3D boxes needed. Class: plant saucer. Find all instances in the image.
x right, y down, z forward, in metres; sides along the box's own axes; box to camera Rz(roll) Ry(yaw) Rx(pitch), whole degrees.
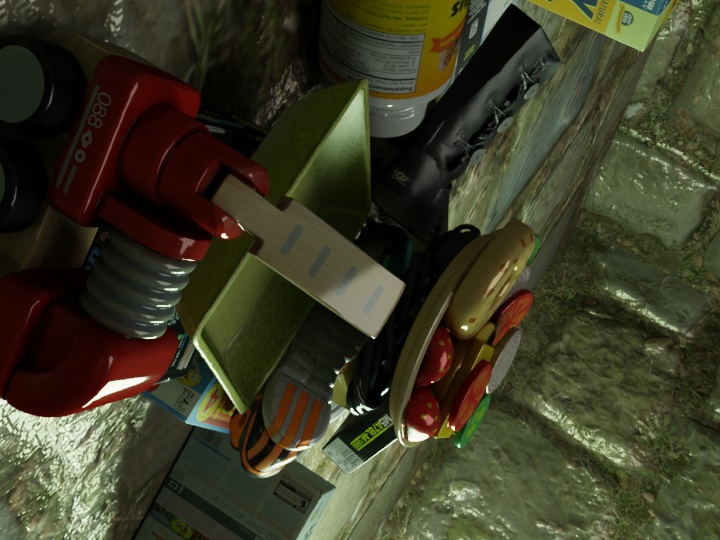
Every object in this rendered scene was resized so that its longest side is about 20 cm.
[{"bbox_3d":[-0.062,-0.016,0.612,0.200,0.048,0.200,-58,167,-18],"label":"plant saucer"}]

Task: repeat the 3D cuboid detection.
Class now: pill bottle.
[{"bbox_3d":[0.025,-0.198,0.643,0.109,0.109,0.201,-49,161,-34],"label":"pill bottle"}]

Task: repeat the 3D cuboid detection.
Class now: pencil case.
[{"bbox_3d":[0.027,-0.124,0.840,0.077,0.090,0.201,-25,152,-15],"label":"pencil case"}]

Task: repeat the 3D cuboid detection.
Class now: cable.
[{"bbox_3d":[0.032,0.048,0.741,0.200,0.051,0.164,-50,174,-48],"label":"cable"}]

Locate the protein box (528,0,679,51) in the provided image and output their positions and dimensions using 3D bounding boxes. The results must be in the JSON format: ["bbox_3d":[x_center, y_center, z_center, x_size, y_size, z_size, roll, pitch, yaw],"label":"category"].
[{"bbox_3d":[0.260,-0.368,0.911,0.199,0.199,0.135,-49,160,-35],"label":"protein box"}]

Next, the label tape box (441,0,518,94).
[{"bbox_3d":[0.105,-0.255,0.876,0.144,0.066,0.201,-52,160,-28],"label":"label tape box"}]

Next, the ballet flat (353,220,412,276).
[{"bbox_3d":[0.000,0.000,0.766,0.200,0.063,0.068,-48,153,-72],"label":"ballet flat"}]

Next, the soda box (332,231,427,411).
[{"bbox_3d":[0.021,0.041,0.882,0.200,0.064,0.068,-50,145,-29],"label":"soda box"}]

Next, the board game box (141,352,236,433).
[{"bbox_3d":[-0.095,0.049,0.795,0.197,0.056,0.200,-59,164,-7],"label":"board game box"}]

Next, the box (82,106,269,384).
[{"bbox_3d":[-0.135,-0.012,0.582,0.201,0.046,0.159,-64,164,12],"label":"box"}]

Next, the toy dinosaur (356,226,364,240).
[{"bbox_3d":[-0.002,0.018,0.954,0.200,0.076,0.103,118,-12,-60],"label":"toy dinosaur"}]

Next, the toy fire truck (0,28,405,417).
[{"bbox_3d":[-0.096,0.001,0.441,0.177,0.199,0.129,-64,163,10],"label":"toy fire truck"}]

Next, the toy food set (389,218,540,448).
[{"bbox_3d":[0.090,0.055,0.700,0.201,0.048,0.198,-64,158,1],"label":"toy food set"}]

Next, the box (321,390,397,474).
[{"bbox_3d":[0.058,0.101,0.887,0.193,0.047,0.200,-46,177,-35],"label":"box"}]

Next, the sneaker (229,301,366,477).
[{"bbox_3d":[-0.062,0.091,0.757,0.112,0.077,0.200,-46,-168,41],"label":"sneaker"}]

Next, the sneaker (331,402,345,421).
[{"bbox_3d":[-0.002,0.103,1.112,0.200,0.077,0.112,-47,160,-40],"label":"sneaker"}]

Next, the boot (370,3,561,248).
[{"bbox_3d":[0.098,-0.119,0.782,0.201,0.065,0.165,-54,165,3],"label":"boot"}]

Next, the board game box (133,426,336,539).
[{"bbox_3d":[-0.138,0.269,0.877,0.201,0.147,0.064,-60,167,0],"label":"board game box"}]
